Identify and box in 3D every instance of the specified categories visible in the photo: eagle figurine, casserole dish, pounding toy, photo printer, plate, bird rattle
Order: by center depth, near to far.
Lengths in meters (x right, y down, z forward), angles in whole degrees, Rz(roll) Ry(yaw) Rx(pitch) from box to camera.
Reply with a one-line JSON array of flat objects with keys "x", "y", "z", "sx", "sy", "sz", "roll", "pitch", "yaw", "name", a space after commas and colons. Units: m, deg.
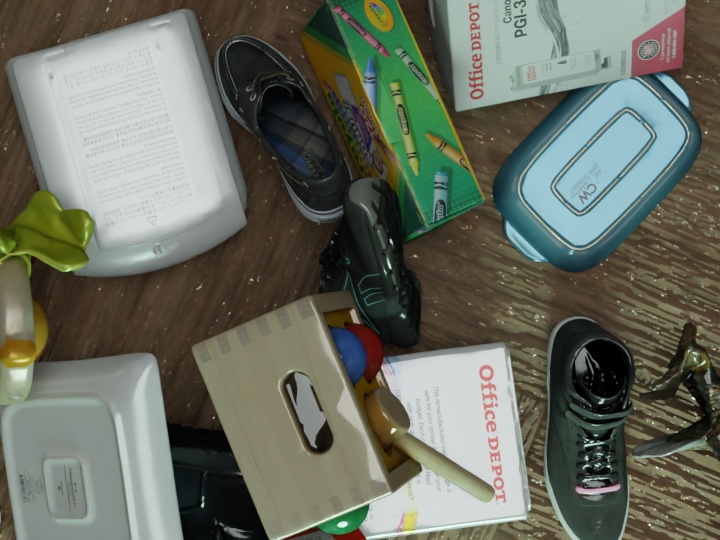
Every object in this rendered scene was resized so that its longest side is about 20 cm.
[{"x": -0.008, "y": 0.119, "z": 1.583, "sx": 0.142, "sy": 0.184, "sz": 0.201, "roll": -23, "pitch": 87, "yaw": 10, "name": "pounding toy"}, {"x": -0.289, "y": 0.027, "z": 1.640, "sx": 0.112, "sy": 0.200, "sz": 0.164, "roll": 4, "pitch": 64, "yaw": -24, "name": "bird rattle"}, {"x": -0.224, "y": 0.171, "z": 1.647, "sx": 0.032, "sy": 0.200, "sz": 0.200, "roll": -12, "pitch": 94, "yaw": -47, "name": "plate"}, {"x": 0.336, "y": 0.125, "z": 1.672, "sx": 0.200, "sy": 0.151, "sz": 0.152, "roll": 38, "pitch": 52, "yaw": 2, "name": "eagle figurine"}, {"x": -0.188, "y": -0.099, "z": 1.713, "sx": 0.166, "sy": 0.069, "sz": 0.201, "roll": -17, "pitch": 89, "yaw": -3, "name": "photo printer"}, {"x": 0.202, "y": -0.090, "z": 1.745, "sx": 0.121, "sy": 0.039, "sz": 0.200, "roll": 44, "pitch": 87, "yaw": 1, "name": "casserole dish"}]

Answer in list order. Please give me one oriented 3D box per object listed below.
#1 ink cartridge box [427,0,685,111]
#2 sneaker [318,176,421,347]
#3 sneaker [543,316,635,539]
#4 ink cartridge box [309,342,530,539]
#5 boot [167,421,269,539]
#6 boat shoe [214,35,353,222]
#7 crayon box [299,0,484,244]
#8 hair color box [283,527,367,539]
[{"x": 0.159, "y": -0.221, "z": 1.689, "sx": 0.199, "sy": 0.147, "sz": 0.083, "roll": -12, "pitch": 52, "yaw": -3, "name": "ink cartridge box"}, {"x": 0.000, "y": 0.000, "z": 1.665, "sx": 0.079, "sy": 0.200, "sz": 0.076, "roll": -1, "pitch": 53, "yaw": 11, "name": "sneaker"}, {"x": 0.191, "y": 0.138, "z": 1.702, "sx": 0.070, "sy": 0.099, "sz": 0.201, "roll": -4, "pitch": 89, "yaw": -4, "name": "sneaker"}, {"x": 0.030, "y": 0.143, "z": 1.702, "sx": 0.199, "sy": 0.084, "sz": 0.145, "roll": -7, "pitch": 87, "yaw": -2, "name": "ink cartridge box"}, {"x": -0.158, "y": 0.213, "z": 1.692, "sx": 0.199, "sy": 0.076, "sz": 0.169, "roll": 6, "pitch": 103, "yaw": 20, "name": "boot"}, {"x": -0.066, "y": -0.128, "z": 1.684, "sx": 0.070, "sy": 0.066, "sz": 0.200, "roll": -23, "pitch": 60, "yaw": -7, "name": "boat shoe"}, {"x": 0.024, "y": -0.127, "z": 1.695, "sx": 0.058, "sy": 0.119, "sz": 0.201, "roll": -23, "pitch": 88, "yaw": -14, "name": "crayon box"}, {"x": -0.039, "y": 0.306, "z": 1.648, "sx": 0.110, "sy": 0.064, "sz": 0.201, "roll": -14, "pitch": 118, "yaw": -17, "name": "hair color box"}]
